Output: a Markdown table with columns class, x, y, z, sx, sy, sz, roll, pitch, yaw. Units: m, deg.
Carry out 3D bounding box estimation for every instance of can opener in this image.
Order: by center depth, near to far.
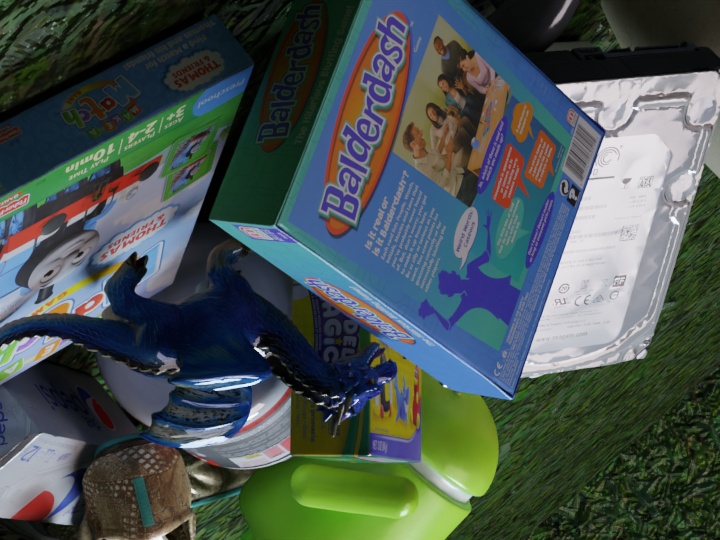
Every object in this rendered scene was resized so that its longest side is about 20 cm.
| class | x | y | z | sx | sy | sz | roll | pitch | yaw |
| --- | --- | --- | --- | --- | --- | --- | --- | --- | --- |
| can opener | 0.129 | -0.183 | 1.159 | 0.200 | 0.067 | 0.053 | -40 | 167 | 24 |

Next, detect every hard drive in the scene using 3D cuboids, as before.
| class | x | y | z | sx | sy | sz | roll | pitch | yaw |
| --- | --- | --- | --- | --- | --- | --- | --- | --- | --- |
| hard drive | 0.117 | -0.029 | 1.222 | 0.140 | 0.038 | 0.200 | -6 | 127 | -26 |

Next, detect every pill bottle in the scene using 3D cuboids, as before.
| class | x | y | z | sx | sy | sz | roll | pitch | yaw |
| --- | --- | --- | --- | --- | --- | --- | --- | --- | --- |
| pill bottle | -0.072 | 0.050 | 1.242 | 0.116 | 0.116 | 0.200 | -40 | 165 | -2 |

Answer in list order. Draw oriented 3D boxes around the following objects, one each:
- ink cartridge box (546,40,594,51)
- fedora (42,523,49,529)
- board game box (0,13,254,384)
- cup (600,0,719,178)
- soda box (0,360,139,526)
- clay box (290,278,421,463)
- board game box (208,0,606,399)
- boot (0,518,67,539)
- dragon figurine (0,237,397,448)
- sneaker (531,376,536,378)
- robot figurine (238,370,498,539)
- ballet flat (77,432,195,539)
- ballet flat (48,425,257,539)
| class | x | y | z | sx | sy | sz | roll | pitch | yaw |
| --- | --- | --- | --- | --- | --- | --- | --- | --- | --- |
| ink cartridge box | 0.079 | -0.048 | 1.391 | 0.200 | 0.084 | 0.145 | -47 | 164 | 25 |
| fedora | -0.175 | 0.215 | 1.502 | 0.201 | 0.092 | 0.201 | -37 | 164 | -12 |
| board game box | -0.137 | -0.021 | 1.035 | 0.151 | 0.037 | 0.200 | -32 | 164 | -30 |
| cup | 0.225 | -0.158 | 1.276 | 0.200 | 0.143 | 0.200 | -56 | 175 | -8 |
| soda box | -0.179 | 0.091 | 1.193 | 0.063 | 0.068 | 0.200 | -41 | 166 | 4 |
| clay box | 0.000 | 0.000 | 1.162 | 0.048 | 0.200 | 0.115 | 0 | 174 | 15 |
| board game box | 0.029 | -0.047 | 1.045 | 0.200 | 0.045 | 0.152 | 37 | 67 | -45 |
| boot | -0.221 | 0.198 | 1.208 | 0.151 | 0.200 | 0.073 | -26 | 127 | -28 |
| dragon figurine | -0.078 | 0.044 | 1.040 | 0.200 | 0.099 | 0.059 | -10 | 150 | -30 |
| sneaker | 0.109 | 0.032 | 1.386 | 0.200 | 0.074 | 0.116 | -20 | 152 | -52 |
| robot figurine | 0.005 | 0.136 | 1.390 | 0.200 | 0.116 | 0.175 | -46 | 180 | 7 |
| ballet flat | -0.122 | 0.151 | 1.229 | 0.070 | 0.065 | 0.200 | -14 | 159 | -5 |
| ballet flat | -0.137 | 0.130 | 1.399 | 0.070 | 0.065 | 0.200 | -14 | -176 | 34 |
